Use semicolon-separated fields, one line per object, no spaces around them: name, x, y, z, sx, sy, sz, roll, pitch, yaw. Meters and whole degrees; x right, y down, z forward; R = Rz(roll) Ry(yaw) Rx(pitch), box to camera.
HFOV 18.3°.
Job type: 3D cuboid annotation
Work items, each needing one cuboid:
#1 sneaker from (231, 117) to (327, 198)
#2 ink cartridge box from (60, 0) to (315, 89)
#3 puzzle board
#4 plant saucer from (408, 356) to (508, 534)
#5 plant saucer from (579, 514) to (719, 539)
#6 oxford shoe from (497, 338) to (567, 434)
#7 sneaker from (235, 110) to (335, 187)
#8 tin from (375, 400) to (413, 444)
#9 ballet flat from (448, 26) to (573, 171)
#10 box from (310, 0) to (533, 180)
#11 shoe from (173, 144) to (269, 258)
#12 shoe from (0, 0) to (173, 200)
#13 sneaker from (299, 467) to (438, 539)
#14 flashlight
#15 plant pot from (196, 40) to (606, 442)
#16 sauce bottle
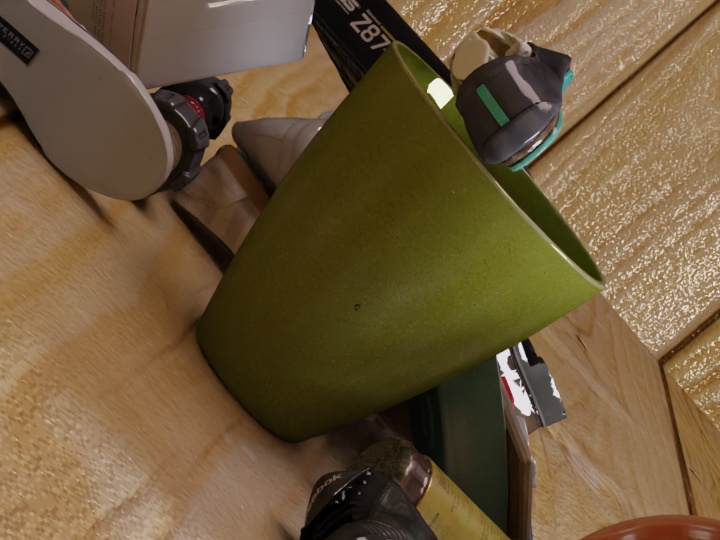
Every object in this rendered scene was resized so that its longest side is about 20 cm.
sneaker;-0.023;-0.042;1.540;0.088;0.075;0.200;14;-29;36
ink cartridge box;-0.142;-0.208;1.481;0.145;0.083;0.200;-14;41;-35
puzzle board;0.087;0.129;1.430;0.200;0.017;0.151;-107;-167;-61
plant saucer;0.058;0.093;1.433;0.200;0.036;0.201;175;-90;-83
plant saucer;0.166;0.229;1.171;0.201;0.200;0.032;52;-8;17
oxford shoe;0.068;0.037;1.547;0.201;0.084;0.073;64;0;-17
sneaker;-0.067;-0.058;1.619;0.071;0.080;0.200;64;30;-1
tin;0.007;0.057;1.589;0.200;0.042;0.112;50;14;-1
ballet flat;0.082;-0.106;1.261;0.073;0.073;0.200;48;12;-5
box;0.046;-0.101;1.508;0.200;0.049;0.161;50;-5;27
shoe;-0.049;0.010;1.496;0.200;0.053;0.070;53;-11;-1
shoe;-0.183;-0.129;1.334;0.200;0.071;0.091;44;16;-6
sneaker;-0.002;0.142;1.144;0.091;0.066;0.200;49;5;18
flashlight;-0.121;-0.098;1.490;0.067;0.068;0.200;16;15;4
plant pot;0.008;0.003;1.304;0.187;0.200;0.187;47;10;-10
sauce bottle;0.068;0.181;1.299;0.200;0.065;0.065;45;11;-22
